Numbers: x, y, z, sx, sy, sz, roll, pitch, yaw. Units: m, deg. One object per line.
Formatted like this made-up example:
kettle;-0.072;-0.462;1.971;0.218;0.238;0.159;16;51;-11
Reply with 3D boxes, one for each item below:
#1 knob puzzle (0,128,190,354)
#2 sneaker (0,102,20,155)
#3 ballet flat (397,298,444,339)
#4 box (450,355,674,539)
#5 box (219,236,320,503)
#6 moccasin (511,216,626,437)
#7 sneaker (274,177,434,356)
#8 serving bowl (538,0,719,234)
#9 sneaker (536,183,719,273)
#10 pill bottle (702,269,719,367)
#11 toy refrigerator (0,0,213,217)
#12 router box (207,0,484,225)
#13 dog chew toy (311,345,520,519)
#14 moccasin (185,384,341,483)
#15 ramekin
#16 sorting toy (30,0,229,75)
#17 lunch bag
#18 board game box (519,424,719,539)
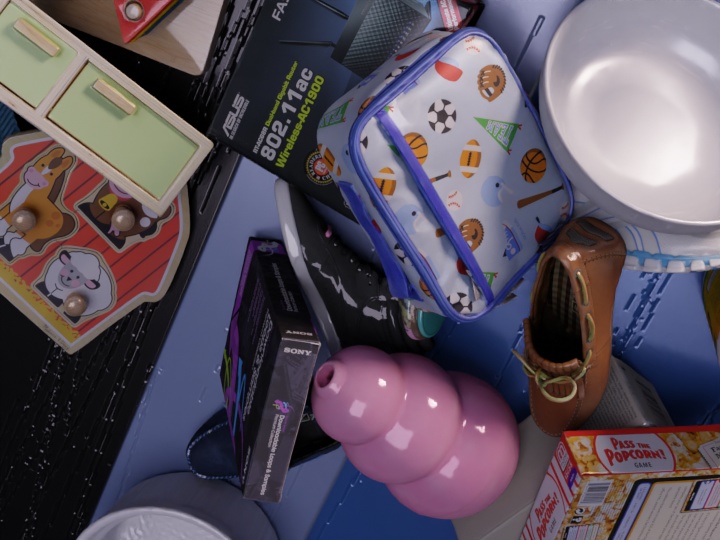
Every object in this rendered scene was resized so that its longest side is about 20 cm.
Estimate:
knob puzzle;-0.233;-0.039;0.983;0.219;0.030;0.220;-6;116;-13
sneaker;-0.336;-0.154;0.969;0.081;0.076;0.201;22;123;38
ballet flat;0.057;-0.045;0.927;0.071;0.069;0.201;16;86;27
box;0.169;0.169;0.978;0.200;0.082;0.068;-40;129;22
box;-0.080;0.075;0.942;0.036;0.200;0.143;8;111;-17
moccasin;0.155;0.055;0.879;0.074;0.078;0.202;39;143;30
sneaker;0.000;0.000;0.975;0.099;0.071;0.200;-22;101;7
serving bowl;0.221;-0.111;0.851;0.200;0.200;0.066;29;155;0
sneaker;0.206;-0.045;0.893;0.200;0.075;0.087;6;98;31
pill bottle;0.319;0.044;0.850;0.112;0.200;0.113;3;109;10
toy refrigerator;-0.221;-0.133;0.913;0.200;0.070;0.076;38;87;-20
router box;-0.014;-0.160;0.913;0.150;0.062;0.200;30;111;8
dog chew toy;0.039;0.124;0.932;0.124;0.125;0.200;-41;129;20
moccasin;-0.076;0.143;1.033;0.200;0.068;0.081;-25;102;18
ramekin;-0.170;0.290;1.086;0.200;0.098;0.201;3;108;10
sorting toy;-0.196;-0.279;0.913;0.199;0.070;0.199;22;111;3
lunch bag;0.066;-0.063;0.839;0.160;0.075;0.200;-43;118;-20
board game box;0.243;0.194;0.934;0.199;0.046;0.152;0;131;-15
